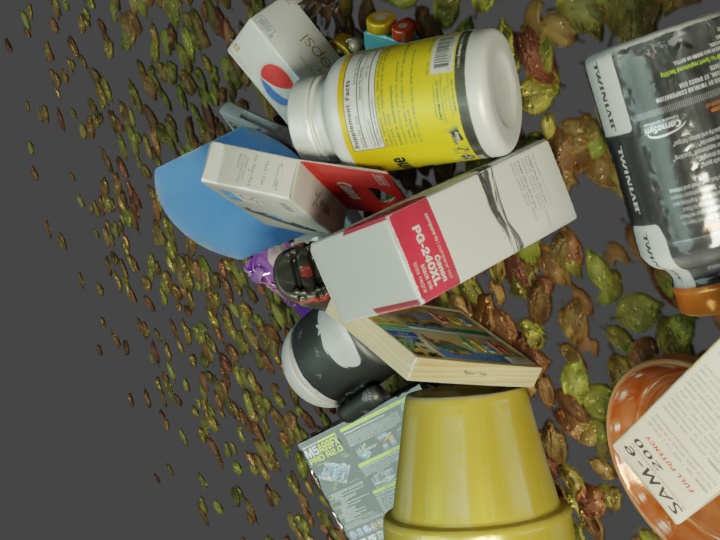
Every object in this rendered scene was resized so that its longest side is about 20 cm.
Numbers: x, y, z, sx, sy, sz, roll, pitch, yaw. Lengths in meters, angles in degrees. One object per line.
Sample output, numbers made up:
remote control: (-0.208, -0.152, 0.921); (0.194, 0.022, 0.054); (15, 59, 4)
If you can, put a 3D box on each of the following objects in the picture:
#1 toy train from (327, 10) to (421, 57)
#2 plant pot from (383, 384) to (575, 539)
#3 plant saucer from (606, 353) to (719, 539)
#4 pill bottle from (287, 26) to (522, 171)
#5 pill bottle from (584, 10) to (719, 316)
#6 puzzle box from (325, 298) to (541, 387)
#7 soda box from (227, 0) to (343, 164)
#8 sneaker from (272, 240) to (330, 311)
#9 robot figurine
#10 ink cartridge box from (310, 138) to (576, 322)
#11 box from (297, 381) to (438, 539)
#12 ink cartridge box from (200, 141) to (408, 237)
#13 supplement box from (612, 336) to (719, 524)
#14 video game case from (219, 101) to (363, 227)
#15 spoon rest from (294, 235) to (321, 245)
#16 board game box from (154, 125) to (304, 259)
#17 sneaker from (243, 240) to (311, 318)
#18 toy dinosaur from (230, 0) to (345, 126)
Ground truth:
toy train: (0.026, -0.195, 1.000); (0.151, 0.056, 0.199); (54, 146, -12)
plant pot: (0.118, 0.219, 0.987); (0.200, 0.199, 0.191); (-7, 87, 59)
plant saucer: (0.296, 0.165, 0.803); (0.200, 0.032, 0.202); (38, 140, 42)
pill bottle: (0.038, -0.149, 0.862); (0.198, 0.112, 0.113); (-4, 108, 27)
pill bottle: (0.237, -0.071, 0.672); (0.106, 0.106, 0.202); (-8, 102, 60)
puzzle box: (0.076, 0.070, 0.950); (0.133, 0.199, 0.026); (36, 108, 42)
soda box: (-0.045, -0.182, 0.984); (0.200, 0.064, 0.068); (51, 146, -6)
sneaker: (0.000, 0.000, 1.037); (0.098, 0.198, 0.072); (123, 137, -74)
robot figurine: (-0.009, 0.086, 1.139); (0.125, 0.151, 0.200); (44, 129, -8)
ink cartridge box: (0.077, -0.036, 0.866); (0.145, 0.199, 0.084); (-18, 97, 59)
box: (0.040, 0.240, 1.152); (0.199, 0.044, 0.161); (-31, 86, 28)
ink cartridge box: (-0.042, -0.069, 0.947); (0.175, 0.200, 0.045); (12, 84, 15)
supplement box: (0.280, 0.073, 0.641); (0.074, 0.125, 0.201); (52, 134, 25)
video game case: (-0.071, -0.109, 1.150); (0.182, 0.022, 0.200); (31, 162, 47)
spoon rest: (-0.077, -0.052, 1.190); (0.200, 0.061, 0.099); (40, 172, -25)
board game box: (-0.136, -0.095, 1.098); (0.199, 0.039, 0.158); (-20, 127, 29)
sneaker: (-0.114, 0.003, 1.316); (0.201, 0.088, 0.081); (59, 148, 13)
toy dinosaur: (-0.052, -0.241, 1.072); (0.135, 0.086, 0.201); (-14, 114, 30)
